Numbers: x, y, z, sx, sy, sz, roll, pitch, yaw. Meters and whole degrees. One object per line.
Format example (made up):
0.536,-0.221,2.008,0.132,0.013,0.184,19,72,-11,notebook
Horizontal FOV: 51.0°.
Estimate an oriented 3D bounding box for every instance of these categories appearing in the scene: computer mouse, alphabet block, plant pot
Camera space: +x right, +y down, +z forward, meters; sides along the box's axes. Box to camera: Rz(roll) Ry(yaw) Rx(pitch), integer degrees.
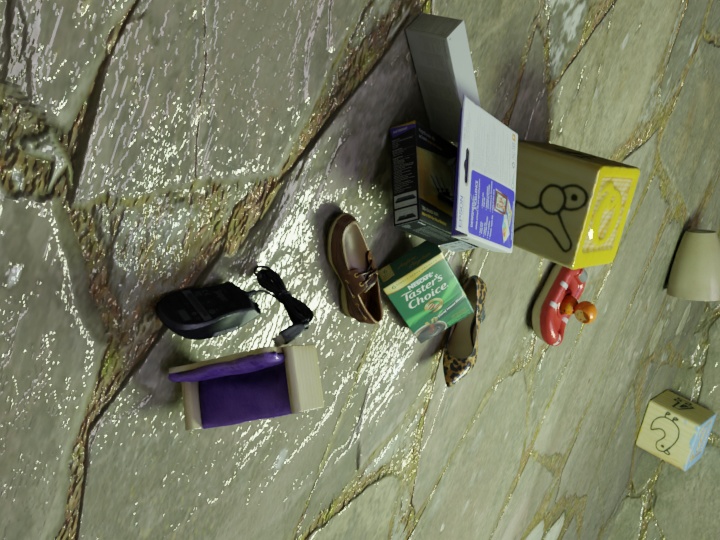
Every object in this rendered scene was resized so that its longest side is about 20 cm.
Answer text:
-0.158,0.068,0.979,0.198,0.140,0.047,-19,138,-43,computer mouse
1.176,0.592,2.817,0.194,0.198,0.200,-7,114,-48,alphabet block
0.390,-0.132,1.461,0.194,0.198,0.200,-9,117,-47,alphabet block
1.076,-0.023,2.399,0.185,0.184,0.206,-11,104,-46,plant pot

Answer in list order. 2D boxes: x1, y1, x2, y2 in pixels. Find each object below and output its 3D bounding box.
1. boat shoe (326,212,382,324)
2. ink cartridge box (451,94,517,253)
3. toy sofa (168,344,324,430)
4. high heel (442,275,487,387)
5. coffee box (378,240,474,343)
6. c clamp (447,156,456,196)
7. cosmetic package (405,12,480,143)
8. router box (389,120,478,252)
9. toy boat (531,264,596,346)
0.000,0.001,1.182,0.072,0.067,0.203,-38,135,-30,boat shoe
0.183,-0.142,1.164,0.198,0.043,0.204,15,78,-55,ink cartridge box
-0.151,0.152,0.969,0.097,0.196,0.085,6,72,-57,toy sofa
0.196,0.113,1.471,0.202,0.070,0.144,-62,153,-31,high heel
0.115,0.040,1.323,0.121,0.044,0.201,-30,139,4,coffee box
0.195,-0.132,1.261,0.200,0.027,0.174,44,42,-40,c clamp
0.136,-0.293,1.175,0.051,0.082,0.202,-45,139,-22,cosmetic package
0.122,-0.129,1.216,0.198,0.051,0.162,16,67,-53,router box
0.491,0.085,1.770,0.130,0.129,0.203,36,81,-52,toy boat
